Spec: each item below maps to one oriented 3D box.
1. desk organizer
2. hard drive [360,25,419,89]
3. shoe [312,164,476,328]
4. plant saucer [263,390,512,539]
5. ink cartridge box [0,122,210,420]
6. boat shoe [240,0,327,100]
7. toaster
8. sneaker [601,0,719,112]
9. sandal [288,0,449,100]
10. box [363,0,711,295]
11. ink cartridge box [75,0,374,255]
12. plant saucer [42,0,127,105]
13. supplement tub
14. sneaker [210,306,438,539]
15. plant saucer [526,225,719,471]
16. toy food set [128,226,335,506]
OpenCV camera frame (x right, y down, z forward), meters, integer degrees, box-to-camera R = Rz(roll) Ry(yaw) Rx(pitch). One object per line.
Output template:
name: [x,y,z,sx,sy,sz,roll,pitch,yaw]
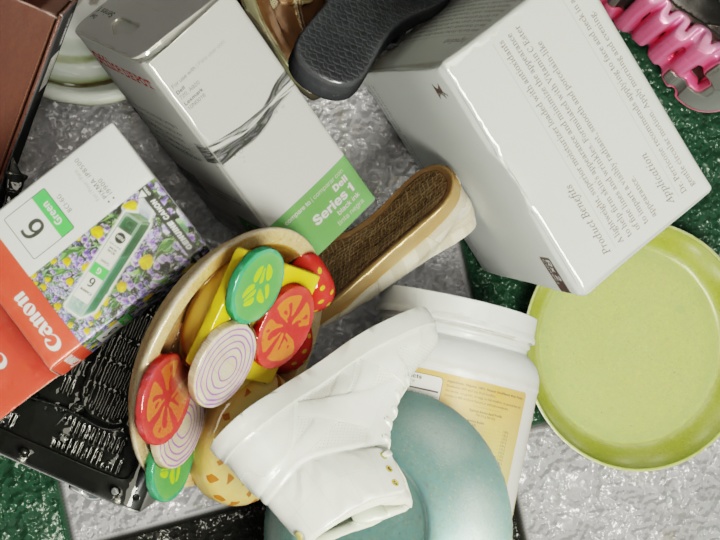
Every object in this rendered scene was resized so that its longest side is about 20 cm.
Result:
desk organizer: [-0.277,-0.112,1.245,0.076,0.072,0.201,22,107,-7]
hard drive: [0.063,-0.246,1.386,0.199,0.026,0.133,-26,94,-12]
shoe: [0.000,0.000,1.292,0.199,0.070,0.053,-34,139,8]
plant saucer: [0.008,0.182,1.216,0.199,0.039,0.203,-6,77,28]
ink cartridge box: [-0.211,0.006,1.171,0.199,0.050,0.109,-38,83,-5]
boat shoe: [-0.057,-0.231,1.322,0.073,0.076,0.201,-24,94,15]
toaster: [-0.200,0.054,1.250,0.179,0.119,0.202,22,83,3]
sneaker: [0.252,-0.227,1.414,0.200,0.079,0.095,50,57,-7]
sandal: [0.005,-0.191,1.307,0.076,0.043,0.200,37,50,8]
box: [0.124,-0.106,1.294,0.130,0.200,0.200,-37,105,-11]
ink cartridge box: [-0.098,-0.113,1.249,0.084,0.146,0.201,-42,122,-11]
plant saucer: [-0.210,-0.223,1.311,0.198,0.050,0.202,0,88,-13]
supplement tub: [0.055,0.123,1.309,0.143,0.145,0.202,13,85,-12]
sneaker: [0.005,0.112,1.177,0.199,0.074,0.116,-33,74,-35]
plant saucer: [0.222,0.061,1.408,0.198,0.031,0.202,0,88,-12]
toy food set: [-0.085,0.066,1.178,0.048,0.198,0.201,27,94,29]
